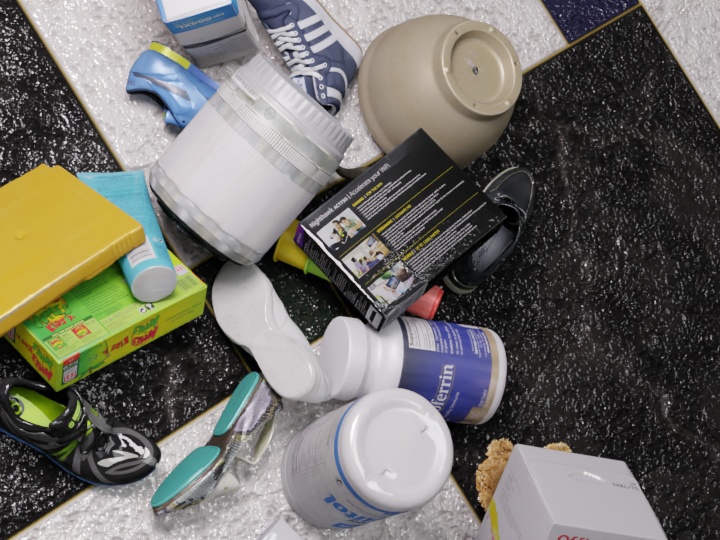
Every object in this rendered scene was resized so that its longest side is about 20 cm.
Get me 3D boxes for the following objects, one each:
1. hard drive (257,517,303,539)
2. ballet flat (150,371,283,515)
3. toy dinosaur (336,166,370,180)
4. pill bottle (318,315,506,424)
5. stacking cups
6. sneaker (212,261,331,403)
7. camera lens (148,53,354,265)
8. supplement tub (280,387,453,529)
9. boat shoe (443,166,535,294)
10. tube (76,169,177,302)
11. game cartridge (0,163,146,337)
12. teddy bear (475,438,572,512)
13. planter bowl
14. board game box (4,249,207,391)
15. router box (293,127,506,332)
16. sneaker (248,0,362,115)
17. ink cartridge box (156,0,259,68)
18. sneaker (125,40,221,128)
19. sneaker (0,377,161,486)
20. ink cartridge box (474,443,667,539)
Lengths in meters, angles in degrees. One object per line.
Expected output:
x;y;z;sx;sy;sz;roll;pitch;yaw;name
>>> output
-0.064;0.392;1.686;0.200;0.025;0.132;47;62;-5;hard drive
-0.148;0.204;1.684;0.072;0.072;0.201;41;64;-8;ballet flat
0.041;-0.077;1.832;0.077;0.102;0.201;-28;88;-29;toy dinosaur
0.059;0.113;1.776;0.199;0.116;0.116;9;71;-21;pill bottle
0.000;0.000;1.782;0.199;0.061;0.061;23;65;3;stacking cups
-0.099;0.075;1.741;0.075;0.088;0.200;-39;62;12;sneaker
-0.125;-0.119;1.704;0.160;0.160;0.200;40;96;-8;camera lens
0.004;0.209;1.673;0.131;0.200;0.133;7;71;-21;supplement tub
0.172;-0.059;1.905;0.074;0.066;0.200;43;62;-6;boat shoe
-0.253;-0.050;1.681;0.077;0.051;0.200;-1;41;-26;tube
-0.357;-0.026;1.621;0.200;0.033;0.176;-35;50;-29;game cartridge
0.219;0.273;1.833;0.199;0.067;0.146;3;91;-24;teddy bear
0.114;-0.229;1.878;0.199;0.135;0.201;7;76;-29;planter bowl
-0.275;0.042;1.646;0.200;0.048;0.102;-29;58;-37;board game box
0.046;-0.049;1.746;0.200;0.051;0.149;-38;79;-22;router box
-0.078;-0.263;1.823;0.200;0.070;0.109;37;63;-41;sneaker
-0.185;-0.331;1.747;0.084;0.200;0.147;-17;81;2;ink cartridge box
-0.182;-0.184;1.791;0.200;0.066;0.079;32;77;-13;sneaker
-0.304;0.170;1.613;0.199;0.083;0.071;28;65;-15;sneaker
0.222;0.323;1.710;0.146;0.201;0.146;11;26;-18;ink cartridge box
